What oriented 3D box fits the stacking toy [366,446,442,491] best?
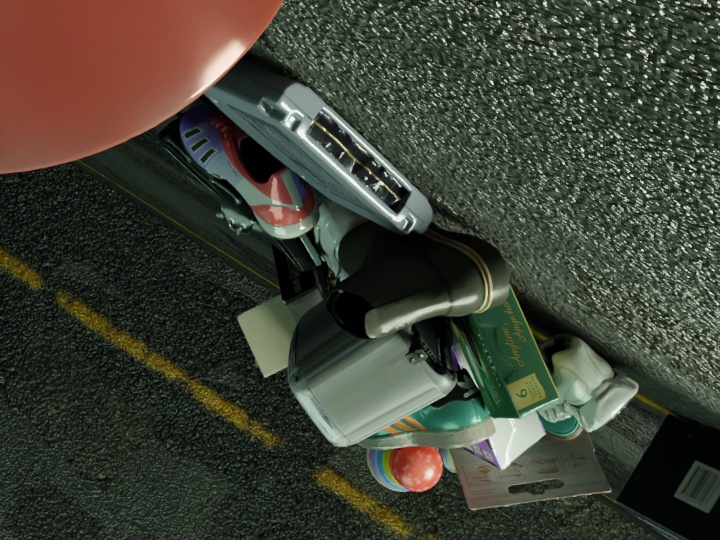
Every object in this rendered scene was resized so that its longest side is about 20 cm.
[{"bbox_3d":[0.053,0.211,1.571,0.085,0.086,0.200,33,177,-1],"label":"stacking toy"}]

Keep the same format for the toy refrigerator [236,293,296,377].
[{"bbox_3d":[-0.084,0.069,1.644,0.076,0.069,0.200,65,-174,1],"label":"toy refrigerator"}]

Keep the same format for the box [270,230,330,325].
[{"bbox_3d":[-0.038,0.048,1.597,0.201,0.047,0.194,-107,-9,-57],"label":"box"}]

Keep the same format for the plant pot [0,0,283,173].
[{"bbox_3d":[-0.127,-0.157,0.423,0.199,0.201,0.178,30,164,23],"label":"plant pot"}]

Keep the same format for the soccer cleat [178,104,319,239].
[{"bbox_3d":[-0.103,-0.106,1.254,0.200,0.068,0.074,46,158,41],"label":"soccer cleat"}]

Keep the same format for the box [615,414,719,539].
[{"bbox_3d":[0.372,0.240,1.313,0.182,0.105,0.200,37,174,-23],"label":"box"}]

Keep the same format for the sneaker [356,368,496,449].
[{"bbox_3d":[0.056,0.137,1.472,0.199,0.071,0.081,-9,99,48],"label":"sneaker"}]

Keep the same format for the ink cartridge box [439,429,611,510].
[{"bbox_3d":[0.176,0.207,1.585,0.201,0.159,0.050,-105,10,-56],"label":"ink cartridge box"}]

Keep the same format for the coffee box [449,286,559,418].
[{"bbox_3d":[0.126,0.074,1.306,0.200,0.044,0.124,97,150,-83],"label":"coffee box"}]

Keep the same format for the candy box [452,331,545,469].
[{"bbox_3d":[0.092,0.103,1.547,0.199,0.071,0.169,22,142,54],"label":"candy box"}]

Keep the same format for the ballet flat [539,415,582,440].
[{"bbox_3d":[0.178,0.119,1.611,0.200,0.068,0.067,42,-178,21],"label":"ballet flat"}]

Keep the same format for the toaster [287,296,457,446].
[{"bbox_3d":[0.011,0.077,1.302,0.114,0.129,0.200,53,-166,-18],"label":"toaster"}]

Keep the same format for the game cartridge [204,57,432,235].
[{"bbox_3d":[-0.041,-0.100,1.094,0.133,0.041,0.200,23,169,43],"label":"game cartridge"}]

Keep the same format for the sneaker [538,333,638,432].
[{"bbox_3d":[0.191,0.094,1.322,0.081,0.075,0.200,47,171,-4],"label":"sneaker"}]

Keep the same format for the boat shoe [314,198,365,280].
[{"bbox_3d":[-0.009,-0.033,1.371,0.065,0.074,0.200,47,172,7],"label":"boat shoe"}]

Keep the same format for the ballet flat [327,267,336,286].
[{"bbox_3d":[0.000,0.000,1.545,0.070,0.071,0.200,35,174,-23],"label":"ballet flat"}]

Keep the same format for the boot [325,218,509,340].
[{"bbox_3d":[0.006,0.004,1.157,0.199,0.137,0.078,8,112,55],"label":"boot"}]

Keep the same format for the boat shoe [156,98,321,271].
[{"bbox_3d":[-0.115,-0.069,1.355,0.200,0.060,0.076,50,173,13],"label":"boat shoe"}]
